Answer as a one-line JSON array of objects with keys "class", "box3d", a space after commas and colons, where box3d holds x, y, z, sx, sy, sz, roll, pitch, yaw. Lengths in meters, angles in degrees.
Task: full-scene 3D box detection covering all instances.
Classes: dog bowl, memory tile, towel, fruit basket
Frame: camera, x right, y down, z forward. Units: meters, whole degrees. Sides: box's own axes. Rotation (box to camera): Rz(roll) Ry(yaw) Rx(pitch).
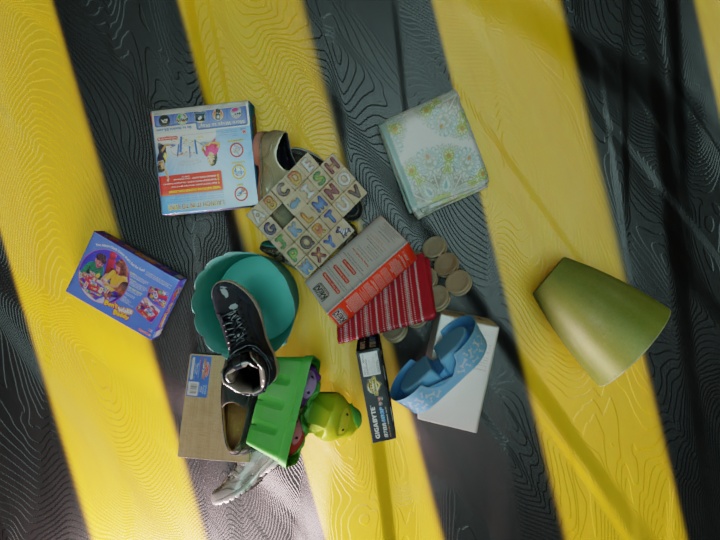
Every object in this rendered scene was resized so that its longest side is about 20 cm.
[{"class": "dog bowl", "box3d": [0.138, 0.167, 0.973, 0.200, 0.112, 0.050, -44, 102, 6]}, {"class": "memory tile", "box3d": [0.106, 0.035, 1.077, 0.198, 0.017, 0.154, -35, 48, 5]}, {"class": "towel", "box3d": [0.045, 0.054, 1.065, 0.196, 0.023, 0.147, -17, 52, 16]}, {"class": "fruit basket", "box3d": [-0.095, 0.272, 1.073, 0.210, 0.156, 0.221, -1, 76, 3]}, {"class": "towel", "box3d": [0.143, -0.223, 1.091, 0.168, 0.048, 0.204, -22, 93, 0]}]

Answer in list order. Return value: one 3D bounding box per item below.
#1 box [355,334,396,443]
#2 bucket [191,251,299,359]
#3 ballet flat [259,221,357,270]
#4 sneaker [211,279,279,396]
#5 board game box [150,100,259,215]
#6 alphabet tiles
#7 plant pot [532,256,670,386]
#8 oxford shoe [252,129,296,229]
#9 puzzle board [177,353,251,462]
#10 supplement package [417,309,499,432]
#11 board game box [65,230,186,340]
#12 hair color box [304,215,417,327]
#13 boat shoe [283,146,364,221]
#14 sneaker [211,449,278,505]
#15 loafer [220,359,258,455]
[{"class": "box", "box3d": [0.028, 0.205, 1.046, 0.045, 0.200, 0.163, -10, 95, 2]}, {"class": "bucket", "box3d": [-0.212, 0.063, 1.077, 0.202, 0.135, 0.213, 0, 93, 2]}, {"class": "ballet flat", "box3d": [-0.098, -0.038, 1.106, 0.195, 0.068, 0.077, -13, 109, 1]}, {"class": "sneaker", "box3d": [-0.204, 0.113, 0.941, 0.076, 0.146, 0.206, -27, 92, 5]}, {"class": "board game box", "box3d": [-0.298, -0.218, 1.101, 0.195, 0.056, 0.201, -5, 94, 2]}, {"class": "alphabet tiles", "box3d": [-0.089, -0.113, 1.056, 0.200, 0.008, 0.167, -44, 100, 3]}, {"class": "plant pot", "box3d": [0.429, 0.076, 1.049, 0.199, 0.187, 0.188, 42, 94, 14]}, {"class": "oxford shoe", "box3d": [-0.154, -0.166, 1.073, 0.073, 0.070, 0.205, 1, 110, 36]}, {"class": "puzzle board", "box3d": [-0.284, 0.275, 1.130, 0.147, 0.017, 0.205, 3, 78, 6]}, {"class": "supplement package", "box3d": [0.183, 0.186, 1.080, 0.114, 0.117, 0.205, 13, 94, 2]}, {"class": "board game box", "box3d": [-0.470, 0.029, 1.129, 0.197, 0.045, 0.136, 29, 94, 0]}, {"class": "hair color box", "box3d": [0.000, 0.000, 1.069, 0.199, 0.061, 0.102, -40, 50, -3]}, {"class": "boat shoe", "box3d": [-0.072, -0.173, 1.095, 0.199, 0.057, 0.069, 39, 94, -1]}, {"class": "sneaker", "box3d": [-0.228, 0.397, 1.143, 0.199, 0.075, 0.082, -39, 77, -1]}, {"class": "loafer", "box3d": [-0.237, 0.253, 1.084, 0.071, 0.072, 0.205, -10, 78, 2]}]
